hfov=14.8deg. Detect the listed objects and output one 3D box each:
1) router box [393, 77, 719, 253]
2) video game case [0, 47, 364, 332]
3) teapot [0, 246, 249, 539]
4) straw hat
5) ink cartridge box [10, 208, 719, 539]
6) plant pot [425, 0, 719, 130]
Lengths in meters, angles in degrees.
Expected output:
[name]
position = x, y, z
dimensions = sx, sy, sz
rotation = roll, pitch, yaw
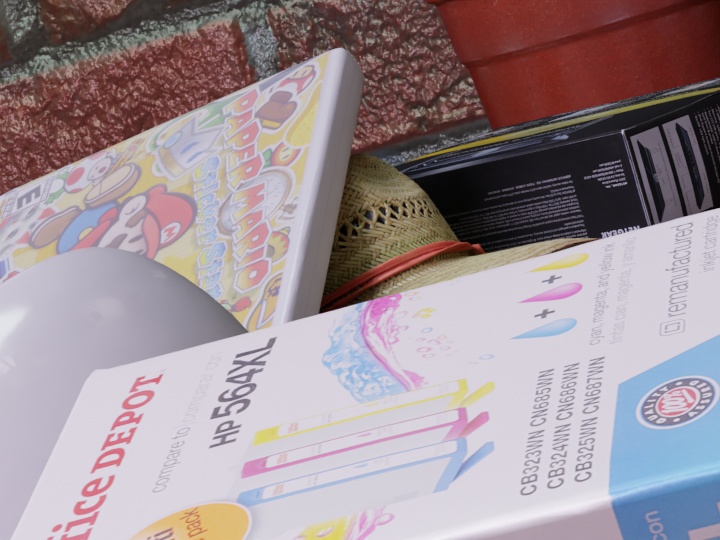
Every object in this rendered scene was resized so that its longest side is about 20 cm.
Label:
[router box]
position = 0.095, -0.041, 1.267
dimensions = 0.200, 0.052, 0.157
rotation = -11, 8, 44
[video game case]
position = -0.090, 0.008, 1.089
dimensions = 0.182, 0.023, 0.200
rotation = -22, 34, 25
[teapot]
position = -0.071, 0.100, 0.756
dimensions = 0.200, 0.146, 0.197
rotation = -49, -11, -4
[straw hat]
position = 0.000, 0.000, 1.129
dimensions = 0.201, 0.085, 0.201
rotation = -27, -9, -5
[ink cartridge box]
position = 0.017, 0.084, 0.589
dimensions = 0.200, 0.125, 0.129
rotation = -15, 21, 14
[plant pot]
position = 0.163, -0.110, 1.755
dimensions = 0.201, 0.195, 0.201
rotation = -16, 5, 2
